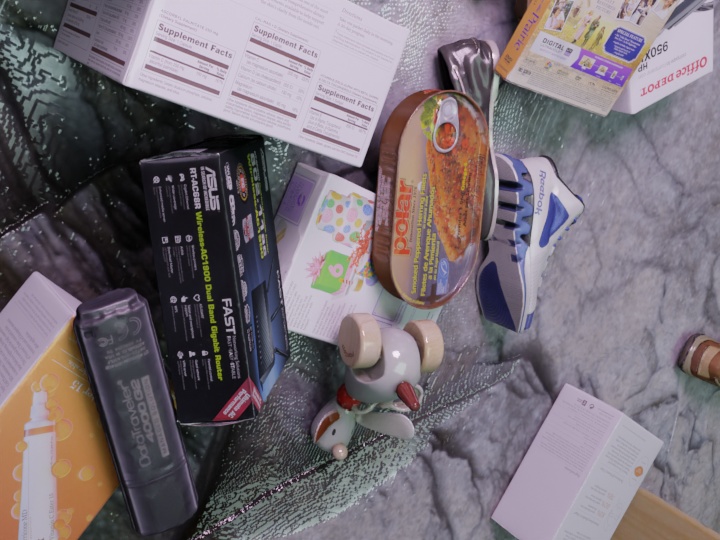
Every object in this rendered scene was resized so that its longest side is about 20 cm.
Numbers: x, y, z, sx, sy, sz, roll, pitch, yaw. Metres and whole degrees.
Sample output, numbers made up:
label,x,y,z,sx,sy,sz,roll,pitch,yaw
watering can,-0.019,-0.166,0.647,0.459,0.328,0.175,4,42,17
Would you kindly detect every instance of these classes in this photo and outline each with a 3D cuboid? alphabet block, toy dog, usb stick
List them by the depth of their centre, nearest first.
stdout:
label,x,y,z,sx,sy,sz,roll,pitch,yaw
usb stick,-0.162,0.109,0.668,0.055,0.033,0.202,-19,119,-22
toy dog,0.015,0.126,0.858,0.130,0.097,0.201,-10,142,-11
alphabet block,0.461,0.470,1.321,0.195,0.199,0.197,40,82,-40

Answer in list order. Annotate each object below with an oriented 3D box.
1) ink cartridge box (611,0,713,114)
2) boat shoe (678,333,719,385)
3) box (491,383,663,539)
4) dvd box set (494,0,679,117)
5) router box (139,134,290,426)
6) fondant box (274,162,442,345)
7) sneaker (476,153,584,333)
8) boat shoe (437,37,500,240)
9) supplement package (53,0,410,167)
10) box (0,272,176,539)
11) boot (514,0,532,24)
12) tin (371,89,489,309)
label,x,y,z,sx,sy,sz,roll,pitch,yaw
ink cartridge box,0.302,-0.290,0.974,0.144,0.084,0.202,-28,123,-25
boat shoe,0.545,0.144,1.328,0.198,0.074,0.077,9,102,-39
box,0.280,0.269,1.171,0.124,0.097,0.201,33,86,-41
dvd box set,0.230,-0.252,0.850,0.145,0.029,0.201,8,123,-34
router box,-0.107,0.001,0.714,0.061,0.150,0.203,-4,103,6
fondant box,0.000,0.000,0.878,0.199,0.058,0.146,21,95,-41
sneaker,0.192,-0.037,0.994,0.114,0.080,0.202,-16,115,-29
boat shoe,0.102,-0.128,0.907,0.056,0.067,0.203,-6,107,-14
supplement package,-0.096,-0.172,0.672,0.199,0.155,0.112,15,101,-40
box,-0.253,0.126,0.700,0.201,0.097,0.124,-53,130,-7
boot,0.212,-0.292,0.878,0.155,0.077,0.200,-34,118,16
tin,0.063,-0.066,0.841,0.111,0.042,0.203,-7,108,-41
